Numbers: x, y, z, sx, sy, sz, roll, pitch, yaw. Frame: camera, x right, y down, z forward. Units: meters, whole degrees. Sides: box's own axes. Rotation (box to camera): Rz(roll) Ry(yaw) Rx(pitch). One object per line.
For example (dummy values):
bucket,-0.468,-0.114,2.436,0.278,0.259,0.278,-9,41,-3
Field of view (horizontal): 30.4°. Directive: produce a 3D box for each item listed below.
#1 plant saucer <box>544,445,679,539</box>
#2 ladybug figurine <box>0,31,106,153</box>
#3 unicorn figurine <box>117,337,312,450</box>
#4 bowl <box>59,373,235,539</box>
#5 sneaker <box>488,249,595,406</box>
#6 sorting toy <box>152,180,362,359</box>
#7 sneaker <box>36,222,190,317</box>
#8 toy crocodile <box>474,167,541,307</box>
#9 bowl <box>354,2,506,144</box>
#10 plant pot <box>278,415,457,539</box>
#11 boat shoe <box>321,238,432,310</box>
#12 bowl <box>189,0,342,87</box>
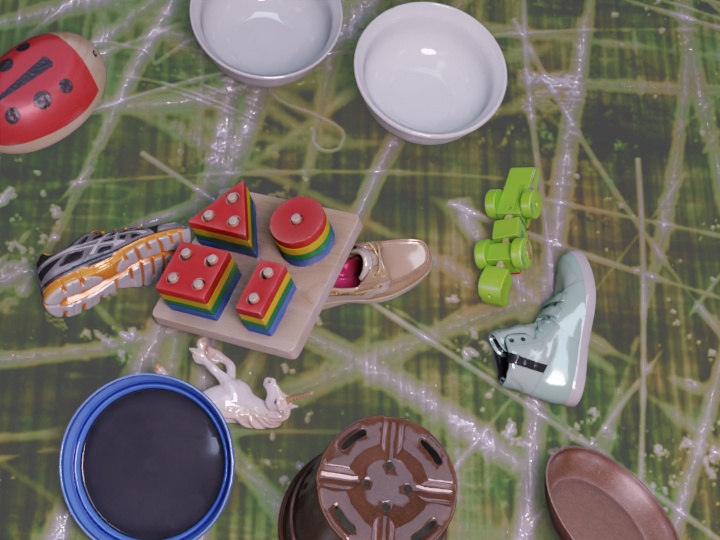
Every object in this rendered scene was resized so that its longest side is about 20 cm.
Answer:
plant saucer,0.283,0.292,1.517,0.199,0.037,0.201,28,33,-19
ladybug figurine,-0.407,-0.230,1.666,0.135,0.072,0.200,38,67,9
unicorn figurine,-0.169,0.149,1.543,0.199,0.074,0.138,-34,75,-4
bowl,-0.236,0.216,1.481,0.198,0.039,0.203,-1,83,4
sneaker,0.221,0.059,1.629,0.117,0.074,0.202,12,68,-10
sorting toy,-0.129,-0.016,1.568,0.198,0.070,0.200,12,60,26
sneaker,-0.298,-0.019,1.591,0.199,0.079,0.077,-22,53,-23
toy crocodile,0.192,-0.048,1.684,0.067,0.062,0.202,-3,55,29
bowl,0.085,-0.240,1.726,0.199,0.091,0.203,3,66,-7
plant pot,0.014,0.260,1.445,0.198,0.199,0.202,3,66,-6
boat shoe,0.000,0.000,1.627,0.198,0.069,0.074,-17,70,-15
bowl,-0.126,-0.316,1.736,0.199,0.091,0.203,3,67,-7
